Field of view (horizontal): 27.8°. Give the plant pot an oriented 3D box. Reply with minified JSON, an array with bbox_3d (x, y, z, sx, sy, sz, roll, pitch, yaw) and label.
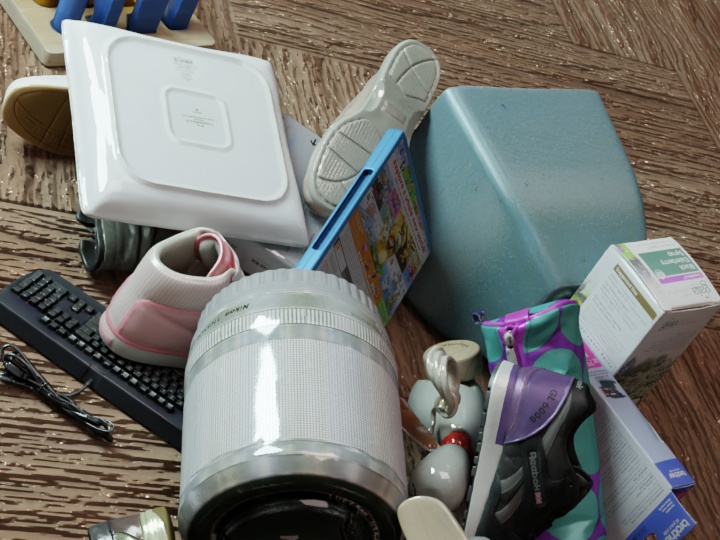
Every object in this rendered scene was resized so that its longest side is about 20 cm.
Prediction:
[{"bbox_3d":[0.147,-0.029,1.345,0.196,0.196,0.200,-3,55,-37],"label":"plant pot"}]

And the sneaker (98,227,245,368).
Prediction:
[{"bbox_3d":[-0.100,0.026,1.163,0.200,0.105,0.075,9,34,-37],"label":"sneaker"}]

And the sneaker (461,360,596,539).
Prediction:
[{"bbox_3d":[0.125,0.173,1.084,0.087,0.201,0.076,11,5,13],"label":"sneaker"}]

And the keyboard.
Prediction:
[{"bbox_3d":[-0.200,0.076,1.119,0.200,0.021,0.127,33,37,5],"label":"keyboard"}]

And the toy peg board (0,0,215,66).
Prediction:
[{"bbox_3d":[-0.261,-0.310,1.453,0.200,0.098,0.199,-12,54,-41],"label":"toy peg board"}]

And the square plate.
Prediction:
[{"bbox_3d":[-0.140,-0.118,1.195,0.199,0.028,0.199,8,55,-31],"label":"square plate"}]

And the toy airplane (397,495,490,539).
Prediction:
[{"bbox_3d":[0.089,0.267,0.945,0.198,0.141,0.201,18,71,0],"label":"toy airplane"}]

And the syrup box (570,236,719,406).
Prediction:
[{"bbox_3d":[0.215,0.067,1.261,0.079,0.200,0.082,-8,51,-38],"label":"syrup box"}]

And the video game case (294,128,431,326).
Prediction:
[{"bbox_3d":[0.000,0.000,1.205,0.018,0.143,0.200,12,51,27],"label":"video game case"}]

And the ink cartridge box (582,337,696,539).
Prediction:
[{"bbox_3d":[0.193,0.161,1.206,0.042,0.119,0.200,-2,47,-42],"label":"ink cartridge box"}]

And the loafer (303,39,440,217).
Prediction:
[{"bbox_3d":[0.006,-0.117,1.279,0.072,0.063,0.200,41,59,-14],"label":"loafer"}]

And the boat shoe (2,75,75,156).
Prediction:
[{"bbox_3d":[-0.235,-0.147,1.313,0.200,0.071,0.069,7,40,-39],"label":"boat shoe"}]

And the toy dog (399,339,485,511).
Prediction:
[{"bbox_3d":[0.049,0.127,1.163,0.200,0.096,0.132,0,81,-74],"label":"toy dog"}]

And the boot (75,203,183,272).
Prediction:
[{"bbox_3d":[-0.174,-0.067,1.258,0.130,0.068,0.200,17,41,-20],"label":"boot"}]

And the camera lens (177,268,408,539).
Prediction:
[{"bbox_3d":[-0.049,0.119,1.048,0.159,0.160,0.200,16,43,-19],"label":"camera lens"}]

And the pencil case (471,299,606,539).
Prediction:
[{"bbox_3d":[0.144,0.127,1.162,0.092,0.085,0.201,-4,86,-54],"label":"pencil case"}]

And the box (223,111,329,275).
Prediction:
[{"bbox_3d":[-0.085,-0.072,1.248,0.200,0.041,0.156,32,45,-10],"label":"box"}]

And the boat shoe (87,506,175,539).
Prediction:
[{"bbox_3d":[-0.143,0.250,0.927,0.066,0.072,0.201,-8,58,-2],"label":"boat shoe"}]
